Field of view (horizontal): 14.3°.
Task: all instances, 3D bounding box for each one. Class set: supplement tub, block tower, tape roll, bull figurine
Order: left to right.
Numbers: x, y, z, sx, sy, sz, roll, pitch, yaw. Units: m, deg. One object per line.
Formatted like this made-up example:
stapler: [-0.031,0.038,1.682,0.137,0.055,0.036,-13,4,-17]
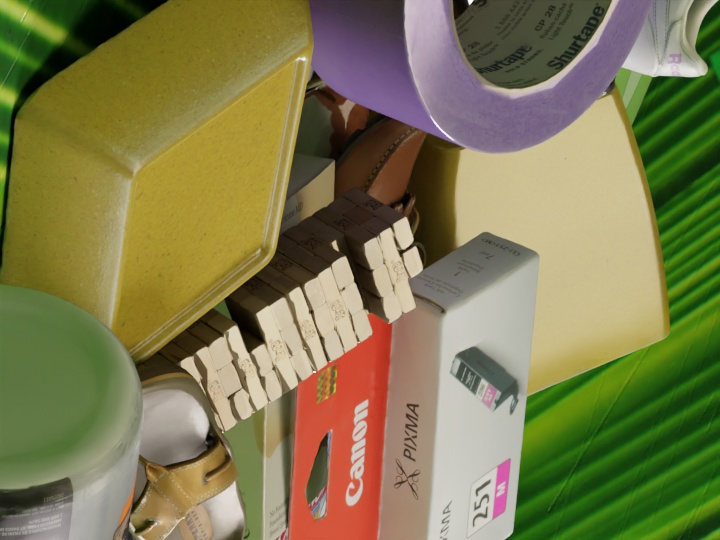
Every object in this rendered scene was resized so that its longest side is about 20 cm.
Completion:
supplement tub: [-0.160,0.114,1.217,0.123,0.122,0.201,-59,167,-45]
block tower: [-0.060,0.034,1.487,0.199,0.058,0.054,-32,123,-20]
bull figurine: [-0.032,-0.096,1.663,0.121,0.065,0.201,-34,139,-62]
tape roll: [0.061,-0.166,1.430,0.199,0.085,0.201,-25,127,-39]

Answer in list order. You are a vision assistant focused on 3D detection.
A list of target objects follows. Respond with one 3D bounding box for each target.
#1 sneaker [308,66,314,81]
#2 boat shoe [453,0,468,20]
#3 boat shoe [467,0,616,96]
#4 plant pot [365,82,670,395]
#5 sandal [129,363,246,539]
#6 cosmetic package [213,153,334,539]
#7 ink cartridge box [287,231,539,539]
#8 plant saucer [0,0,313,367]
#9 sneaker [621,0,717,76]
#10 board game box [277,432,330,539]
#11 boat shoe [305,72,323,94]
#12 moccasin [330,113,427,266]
sneaker: [-0.029,-0.177,1.467,0.105,0.075,0.201,-42,148,-59]
boat shoe: [0.033,-0.142,1.616,0.200,0.071,0.072,-80,152,-60]
boat shoe: [0.095,-0.152,1.585,0.200,0.060,0.074,61,22,-53]
plant pot: [0.063,-0.049,1.767,0.199,0.200,0.177,-21,131,-28]
sandal: [-0.093,0.109,1.413,0.080,0.054,0.200,-36,147,-8]
cosmetic package: [-0.064,0.041,1.593,0.105,0.071,0.201,-43,138,-62]
ink cartridge box: [0.029,0.099,1.633,0.173,0.043,0.201,-32,135,-45]
plant saucer: [-0.090,-0.036,1.367,0.200,0.048,0.201,-40,153,-42]
sneaker: [0.181,-0.198,1.534,0.201,0.099,0.075,-71,163,4]
board game box: [-0.063,0.153,2.015,0.200,0.061,0.201,-49,157,-64]
boat shoe: [-0.043,-0.119,1.542,0.072,0.066,0.202,95,20,-65]
moccasin: [-0.001,0.000,1.645,0.074,0.077,0.202,-17,134,-59]
